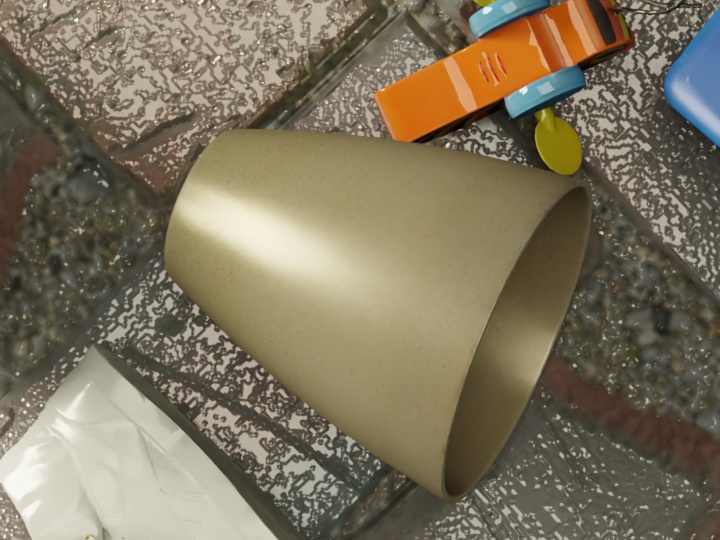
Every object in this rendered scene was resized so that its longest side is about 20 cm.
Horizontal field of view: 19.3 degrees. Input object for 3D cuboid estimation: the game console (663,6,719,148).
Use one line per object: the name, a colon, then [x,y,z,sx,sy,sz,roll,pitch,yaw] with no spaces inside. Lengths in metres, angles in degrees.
game console: [0.301,-0.113,1.169,0.200,0.118,0.171,-50,56,9]

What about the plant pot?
plant pot: [0.000,0.000,1.165,0.199,0.187,0.188,24,88,16]

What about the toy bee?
toy bee: [0.113,-0.120,1.205,0.199,0.109,0.132,-2,96,26]

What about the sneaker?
sneaker: [-0.116,0.150,1.205,0.200,0.074,0.116,42,91,12]
